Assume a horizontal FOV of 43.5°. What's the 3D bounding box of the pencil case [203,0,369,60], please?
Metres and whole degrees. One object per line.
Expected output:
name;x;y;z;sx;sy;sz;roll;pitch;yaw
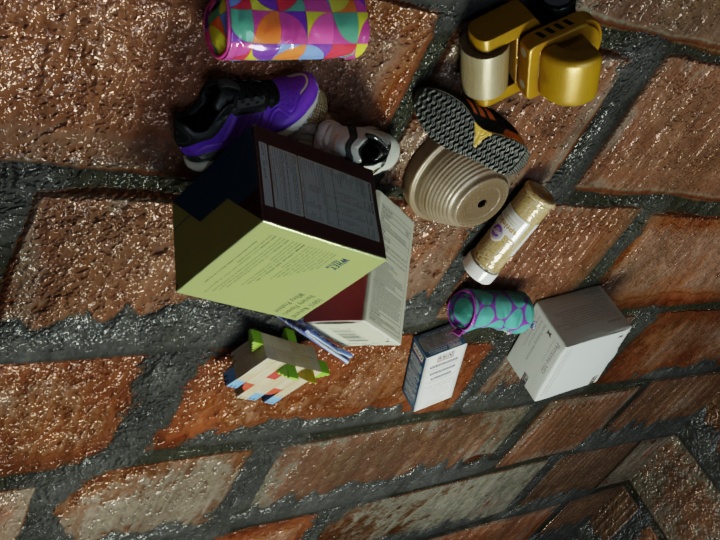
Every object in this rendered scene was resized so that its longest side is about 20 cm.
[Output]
pencil case;-0.084;-0.288;1.052;0.196;0.089;0.089;-10;141;-33

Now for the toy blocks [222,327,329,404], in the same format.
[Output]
toy blocks;-0.168;0.177;1.578;0.136;0.102;0.199;-33;149;24

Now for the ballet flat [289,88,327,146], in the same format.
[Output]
ballet flat;-0.085;-0.153;1.234;0.069;0.066;0.202;-2;135;-31

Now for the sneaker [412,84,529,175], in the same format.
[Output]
sneaker;0.159;-0.217;1.334;0.197;0.091;0.070;28;119;-16

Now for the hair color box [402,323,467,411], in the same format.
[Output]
hair color box;0.152;0.204;1.885;0.098;0.061;0.202;-18;144;-20

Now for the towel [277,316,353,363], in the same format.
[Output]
towel;-0.110;0.069;1.387;0.024;0.198;0.144;-56;143;-4

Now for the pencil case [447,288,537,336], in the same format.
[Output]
pencil case;0.263;0.084;1.799;0.197;0.084;0.095;6;104;-42

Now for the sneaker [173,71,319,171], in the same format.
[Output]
sneaker;-0.144;-0.204;1.118;0.197;0.070;0.100;-30;144;-5

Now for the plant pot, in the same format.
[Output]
plant pot;0.173;-0.138;1.438;0.197;0.093;0.203;-22;145;-16

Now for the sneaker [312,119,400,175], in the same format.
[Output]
sneaker;0.012;-0.161;1.248;0.199;0.079;0.076;-9;112;-61

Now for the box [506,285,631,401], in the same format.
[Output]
box;0.465;0.163;2.023;0.196;0.132;0.201;-12;141;-27

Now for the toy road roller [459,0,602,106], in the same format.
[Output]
toy road roller;0.247;-0.291;1.253;0.197;0.147;0.124;-25;146;-9

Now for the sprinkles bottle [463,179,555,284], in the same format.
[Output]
sprinkles bottle;0.267;-0.067;1.626;0.067;0.069;0.201;7;130;-43

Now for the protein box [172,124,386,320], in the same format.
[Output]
protein box;-0.107;-0.053;1.158;0.197;0.138;0.197;16;144;-39

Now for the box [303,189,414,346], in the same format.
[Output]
box;0.000;0.000;1.358;0.107;0.205;0.128;-3;159;29
